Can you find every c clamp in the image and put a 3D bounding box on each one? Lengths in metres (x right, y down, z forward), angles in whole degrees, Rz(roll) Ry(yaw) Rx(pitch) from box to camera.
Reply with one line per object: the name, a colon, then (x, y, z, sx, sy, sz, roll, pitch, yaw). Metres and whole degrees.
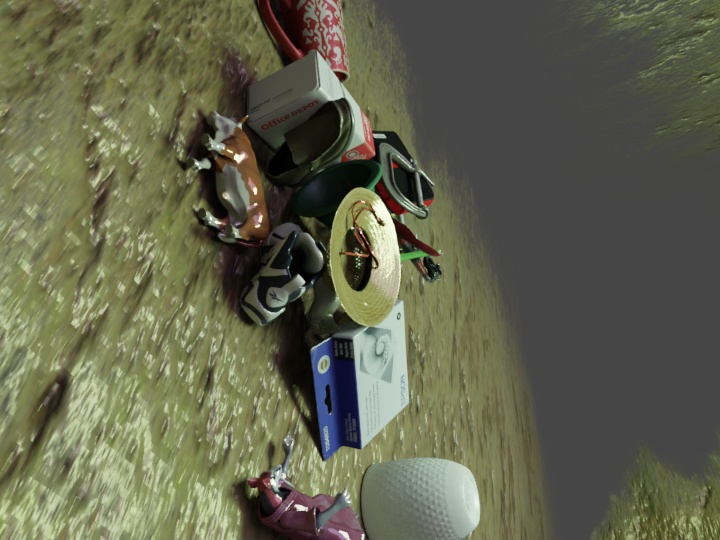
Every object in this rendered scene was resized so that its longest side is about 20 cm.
c clamp: (0.095, -0.167, 1.151, 0.170, 0.027, 0.203, 39, 32, -26)

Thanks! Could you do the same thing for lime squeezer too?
lime squeezer: (0.039, -0.048, 1.069, 0.072, 0.196, 0.038, -63, 166, -10)

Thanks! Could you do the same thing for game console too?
game console: (0.066, -0.198, 1.199, 0.179, 0.031, 0.199, 58, 29, 6)

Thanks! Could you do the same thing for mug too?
mug: (0.119, 0.414, 1.043, 0.202, 0.171, 0.150, 59, 27, -32)
mug: (-0.109, -0.468, 1.189, 0.133, 0.173, 0.206, 166, -87, -76)

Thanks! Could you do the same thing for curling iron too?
curling iron: (0.080, -0.055, 1.106, 0.201, 0.026, 0.049, 51, 32, 17)

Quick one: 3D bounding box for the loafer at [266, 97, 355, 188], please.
loafer: (-0.082, -0.195, 0.957, 0.069, 0.199, 0.077, -7, 65, -46)

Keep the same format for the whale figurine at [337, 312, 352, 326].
whale figurine: (0.020, 0.157, 1.068, 0.159, 0.101, 0.205, 48, 37, -48)

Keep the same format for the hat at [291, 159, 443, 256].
hat: (-0.003, -0.071, 1.040, 0.165, 0.198, 0.179, -39, 122, -20)

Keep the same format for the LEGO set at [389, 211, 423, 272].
LEGO set: (0.040, -0.056, 1.147, 0.197, 0.114, 0.158, -23, 101, -38)

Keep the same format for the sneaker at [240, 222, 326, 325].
sneaker: (-0.090, -0.022, 0.875, 0.080, 0.128, 0.201, 50, 32, -17)

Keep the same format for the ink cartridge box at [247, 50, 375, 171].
ink cartridge box: (-0.082, -0.254, 1.037, 0.200, 0.141, 0.086, 39, 38, -55)

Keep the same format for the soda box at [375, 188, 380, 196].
soda box: (0.013, -0.200, 1.213, 0.199, 0.062, 0.071, 39, 48, -34)

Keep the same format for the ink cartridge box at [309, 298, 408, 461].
ink cartridge box: (0.007, 0.171, 0.958, 0.199, 0.040, 0.205, -31, 124, -46)

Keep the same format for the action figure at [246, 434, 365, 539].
action figure: (-0.081, 0.318, 0.779, 0.200, 0.133, 0.150, 43, 79, -31)

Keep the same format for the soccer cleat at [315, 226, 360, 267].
soccer cleat: (0.000, 0.000, 1.052, 0.200, 0.078, 0.069, 44, 26, 10)

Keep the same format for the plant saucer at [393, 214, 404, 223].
plant saucer: (0.017, -0.116, 1.272, 0.198, 0.049, 0.205, 25, 56, -43)

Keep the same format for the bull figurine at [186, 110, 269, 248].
bull figurine: (-0.179, -0.130, 0.837, 0.121, 0.064, 0.205, -20, 92, -64)

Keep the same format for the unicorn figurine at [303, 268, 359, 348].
unicorn figurine: (-0.048, 0.036, 0.987, 0.134, 0.074, 0.205, 14, 68, -15)

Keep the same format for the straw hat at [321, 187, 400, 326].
straw hat: (-0.020, -0.017, 0.925, 0.199, 0.083, 0.207, 10, 78, -55)
